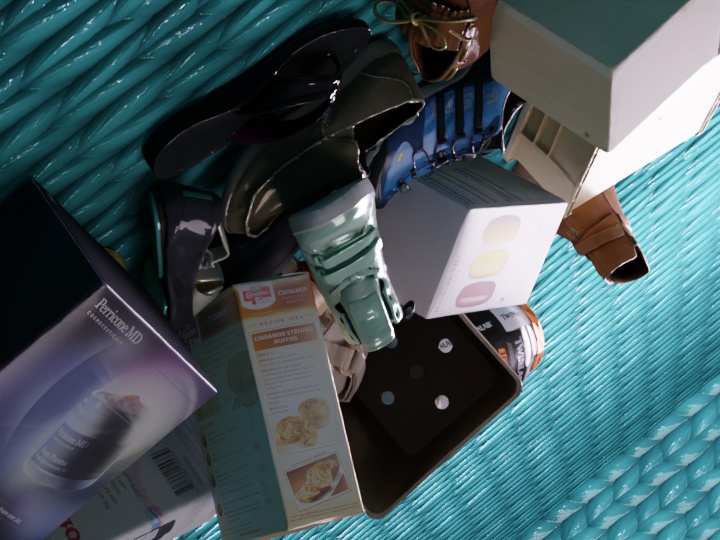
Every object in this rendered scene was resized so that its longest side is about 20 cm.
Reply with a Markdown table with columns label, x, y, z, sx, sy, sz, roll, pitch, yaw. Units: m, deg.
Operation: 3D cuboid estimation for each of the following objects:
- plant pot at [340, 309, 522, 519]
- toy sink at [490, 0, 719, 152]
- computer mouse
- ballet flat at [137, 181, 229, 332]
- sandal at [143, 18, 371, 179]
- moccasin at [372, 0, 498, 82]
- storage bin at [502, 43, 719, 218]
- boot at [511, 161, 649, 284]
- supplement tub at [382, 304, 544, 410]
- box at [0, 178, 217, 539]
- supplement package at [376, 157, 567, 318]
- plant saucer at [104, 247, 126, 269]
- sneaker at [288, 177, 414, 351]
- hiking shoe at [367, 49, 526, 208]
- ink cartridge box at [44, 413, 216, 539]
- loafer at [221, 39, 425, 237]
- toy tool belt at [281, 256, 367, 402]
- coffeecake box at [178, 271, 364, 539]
| label | x | y | z | sx | sy | sz | roll | pitch | yaw |
| --- | --- | --- | --- | --- | --- | --- | --- | --- | --- |
| plant pot | 0.042 | 0.106 | 2.000 | 0.200 | 0.200 | 0.177 | -42 | 170 | 9 |
| toy sink | 0.217 | -0.214 | 1.613 | 0.200 | 0.130 | 0.112 | -43 | 151 | -23 |
| computer mouse | -0.069 | -0.035 | 1.664 | 0.200 | 0.053 | 0.139 | -37 | 162 | -8 |
| ballet flat | -0.139 | -0.002 | 1.571 | 0.073 | 0.073 | 0.200 | -30 | 157 | -26 |
| sandal | -0.068 | -0.119 | 1.481 | 0.200 | 0.048 | 0.075 | -34 | 160 | -16 |
| moccasin | 0.058 | -0.199 | 1.516 | 0.078 | 0.074 | 0.201 | -47 | 172 | -9 |
| storage bin | 0.261 | -0.176 | 1.907 | 0.199 | 0.094 | 0.199 | -30 | 158 | -26 |
| boot | 0.256 | -0.062 | 2.057 | 0.077 | 0.156 | 0.200 | -48 | 159 | 24 |
| supplement tub | 0.105 | 0.100 | 2.190 | 0.199 | 0.123 | 0.123 | -23 | 155 | -41 |
| box | -0.240 | 0.075 | 1.423 | 0.198 | 0.123 | 0.200 | -41 | 147 | -1 |
| supplement package | 0.086 | -0.034 | 1.826 | 0.200 | 0.109 | 0.114 | -7 | 122 | -58 |
| plant saucer | -0.259 | 0.061 | 1.558 | 0.199 | 0.031 | 0.200 | -36 | 161 | -14 |
| sneaker | 0.000 | 0.000 | 1.577 | 0.073 | 0.119 | 0.200 | -27 | 171 | -3 |
| hiking shoe | 0.078 | -0.121 | 1.662 | 0.200 | 0.087 | 0.074 | -47 | 160 | -5 |
| ink cartridge box | -0.225 | 0.175 | 1.697 | 0.199 | 0.146 | 0.083 | -22 | 160 | -41 |
| loafer | -0.029 | -0.095 | 1.559 | 0.200 | 0.070 | 0.075 | -45 | 161 | -1 |
| toy tool belt | -0.064 | 0.074 | 1.817 | 0.123 | 0.125 | 0.200 | -46 | 161 | -7 |
| coffeecake box | -0.079 | 0.118 | 1.642 | 0.073 | 0.202 | 0.153 | -10 | 172 | -25 |
